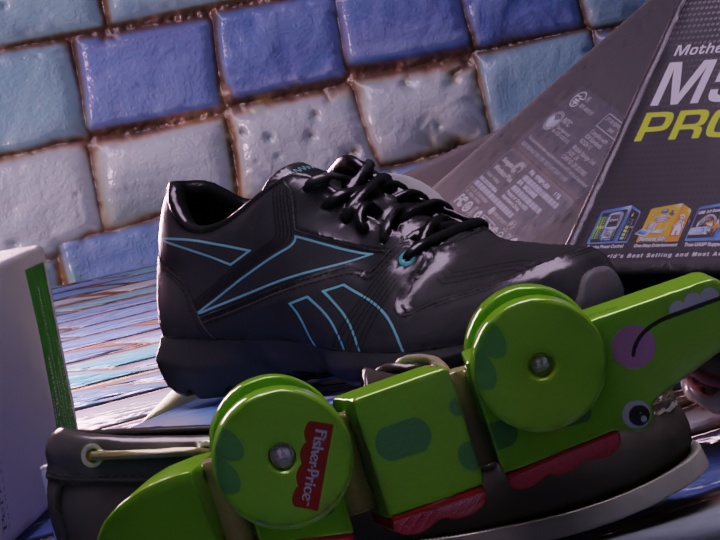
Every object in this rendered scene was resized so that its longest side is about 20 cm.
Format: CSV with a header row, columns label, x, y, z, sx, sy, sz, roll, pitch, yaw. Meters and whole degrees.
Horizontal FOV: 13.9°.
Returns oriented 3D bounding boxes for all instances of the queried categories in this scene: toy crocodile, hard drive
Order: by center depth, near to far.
label,x,y,z,sx,sy,sz,roll,pitch,yaw
toy crocodile,0.019,0.047,0.834,0.200,0.062,0.068,-20,3,-4
hard drive,0.106,-0.050,1.155,0.200,0.033,0.140,-41,23,1

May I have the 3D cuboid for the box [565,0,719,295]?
label,x,y,z,sx,sy,sz,roll,pitch,yaw
box,0.181,-0.050,1.000,0.200,0.044,0.160,0,53,42

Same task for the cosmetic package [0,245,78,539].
label,x,y,z,sx,sy,sz,roll,pitch,yaw
cosmetic package,-0.173,0.054,1.178,0.085,0.108,0.200,-10,5,3

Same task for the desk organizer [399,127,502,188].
label,x,y,z,sx,sy,sz,roll,pitch,yaw
desk organizer,0.091,-0.021,1.262,0.200,0.077,0.072,-24,31,31

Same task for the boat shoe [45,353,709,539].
label,x,y,z,sx,sy,sz,roll,pitch,yaw
boat shoe,0.005,0.059,0.898,0.202,0.060,0.072,-11,4,-4

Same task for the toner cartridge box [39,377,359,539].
label,x,y,z,sx,sy,sz,roll,pitch,yaw
toner cartridge box,-0.028,0.065,1.041,0.095,0.043,0.200,-11,3,18

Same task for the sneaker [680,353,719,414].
label,x,y,z,sx,sy,sz,roll,pitch,yaw
sneaker,0.143,0.011,1.113,0.105,0.075,0.200,-7,5,-27

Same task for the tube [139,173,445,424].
label,x,y,z,sx,sy,sz,roll,pitch,yaw
tube,-0.023,0.027,1.171,0.052,0.058,0.200,-50,0,-34

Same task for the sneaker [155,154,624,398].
label,x,y,z,sx,sy,sz,roll,pitch,yaw
sneaker,0.000,0.000,1.028,0.200,0.079,0.075,-5,5,38
